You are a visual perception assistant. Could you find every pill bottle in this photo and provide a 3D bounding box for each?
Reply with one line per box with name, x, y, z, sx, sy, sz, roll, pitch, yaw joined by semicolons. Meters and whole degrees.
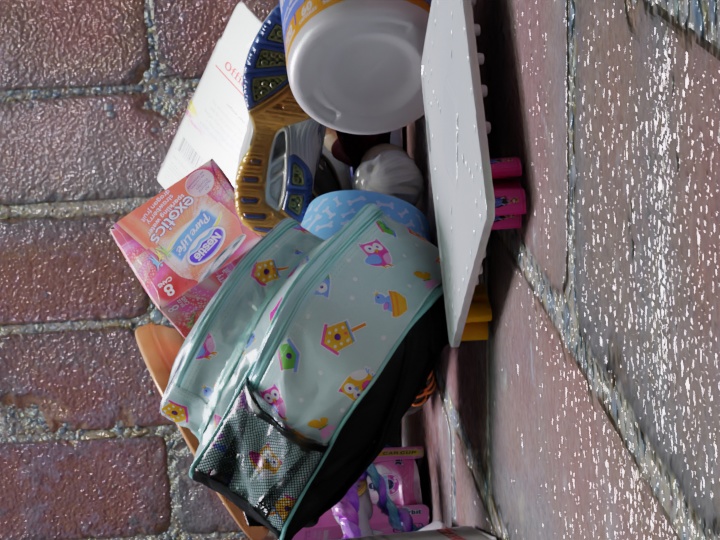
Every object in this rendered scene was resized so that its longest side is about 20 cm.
pill bottle;-0.002;-0.197;1.541;0.200;0.112;0.112;-99;8;-47

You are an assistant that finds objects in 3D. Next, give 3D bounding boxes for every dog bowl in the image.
dog bowl;0.000;0.000;1.692;0.200;0.111;0.050;98;-179;-65

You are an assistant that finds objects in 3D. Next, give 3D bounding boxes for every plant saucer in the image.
plant saucer;-0.120;0.126;1.823;0.200;0.037;0.200;60;179;2

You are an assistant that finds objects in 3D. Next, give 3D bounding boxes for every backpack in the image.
backpack;-0.026;0.051;1.472;0.200;0.153;0.176;-51;-4;36

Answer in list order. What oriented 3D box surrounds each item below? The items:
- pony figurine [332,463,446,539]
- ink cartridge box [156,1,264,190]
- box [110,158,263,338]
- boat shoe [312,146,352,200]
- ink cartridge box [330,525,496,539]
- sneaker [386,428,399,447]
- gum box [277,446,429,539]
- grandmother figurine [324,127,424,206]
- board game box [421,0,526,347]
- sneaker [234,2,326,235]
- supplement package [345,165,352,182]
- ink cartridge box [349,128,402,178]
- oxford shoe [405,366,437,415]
pony figurine;0.003;0.241;1.652;0.193;0.166;0.200;-67;-40;-75
ink cartridge box;-0.086;-0.122;1.908;0.117;0.067;0.200;48;128;27
box;-0.108;0.012;1.804;0.095;0.102;0.200;57;180;30
boat shoe;-0.024;-0.005;1.847;0.061;0.072;0.202;-34;-74;-45
ink cartridge box;-0.015;0.218;1.429;0.146;0.199;0.084;152;113;-85
sneaker;-0.008;0.077;1.965;0.077;0.075;0.201;-115;23;-67
gum box;-0.009;0.201;1.836;0.200;0.113;0.066;99;167;-68
grandmother figurine;-0.002;-0.129;1.722;0.121;0.060;0.200;100;152;-57
board game box;0.065;-0.082;1.329;0.200;0.026;0.201;99;167;-66
sneaker;-0.055;-0.129;1.682;0.088;0.075;0.200;-84;10;-68
supplement package;-0.056;-0.060;2.018;0.109;0.114;0.201;7;102;45
ink cartridge box;0.012;-0.134;1.850;0.119;0.042;0.201;-107;14;-72
oxford shoe;0.037;0.061;1.633;0.073;0.071;0.200;53;163;4
